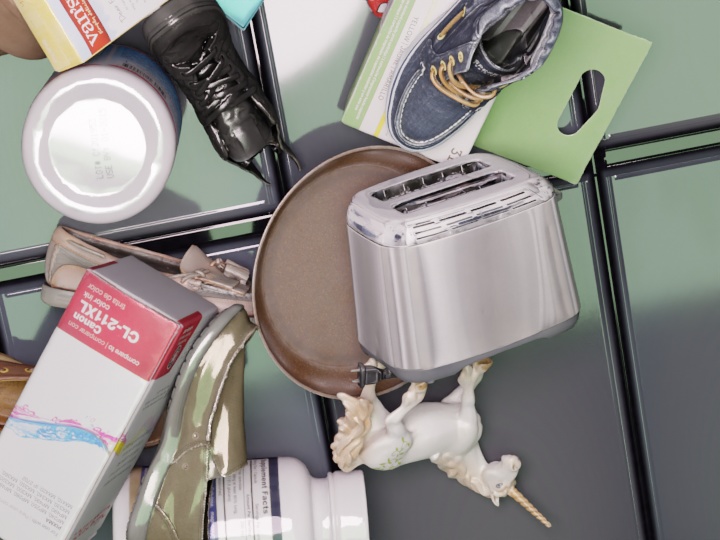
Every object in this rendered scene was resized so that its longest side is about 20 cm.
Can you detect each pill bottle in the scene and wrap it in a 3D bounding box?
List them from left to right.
[{"bbox_3d":[-0.184,-0.106,1.395,0.107,0.200,0.110,-1,103,-3],"label":"pill bottle"},{"bbox_3d":[-0.093,0.206,1.518,0.198,0.111,0.112,-3,103,-3],"label":"pill bottle"}]

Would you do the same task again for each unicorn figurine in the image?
[{"bbox_3d":[0.064,0.125,1.520,0.198,0.074,0.139,3,120,-16],"label":"unicorn figurine"}]

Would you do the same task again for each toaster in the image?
[{"bbox_3d":[0.068,-0.004,1.438,0.198,0.113,0.130,-18,114,-21],"label":"toaster"}]

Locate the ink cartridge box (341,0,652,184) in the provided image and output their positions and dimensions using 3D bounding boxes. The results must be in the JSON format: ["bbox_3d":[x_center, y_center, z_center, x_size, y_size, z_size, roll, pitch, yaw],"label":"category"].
[{"bbox_3d":[0.103,-0.143,1.457,0.198,0.048,0.146,22,125,-6],"label":"ink cartridge box"}]

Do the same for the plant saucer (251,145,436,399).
[{"bbox_3d":[0.000,0.000,1.487,0.198,0.032,0.202,-8,107,-26],"label":"plant saucer"}]

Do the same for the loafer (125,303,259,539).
[{"bbox_3d":[-0.112,0.124,1.433,0.069,0.075,0.202,20,96,4],"label":"loafer"}]

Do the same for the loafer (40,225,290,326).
[{"bbox_3d":[-0.149,0.005,1.493,0.198,0.072,0.064,5,96,-2],"label":"loafer"}]

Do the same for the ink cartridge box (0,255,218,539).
[{"bbox_3d":[-0.196,0.100,1.398,0.082,0.146,0.201,30,96,3],"label":"ink cartridge box"}]

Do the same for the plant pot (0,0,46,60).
[{"bbox_3d":[-0.310,-0.223,1.383,0.173,0.200,0.201,-24,104,21],"label":"plant pot"}]

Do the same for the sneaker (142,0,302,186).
[{"bbox_3d":[-0.098,-0.130,1.416,0.060,0.200,0.105,-32,78,0],"label":"sneaker"}]

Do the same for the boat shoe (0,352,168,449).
[{"bbox_3d":[-0.241,0.110,1.510,0.198,0.068,0.073,10,102,-6],"label":"boat shoe"}]

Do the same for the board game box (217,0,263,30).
[{"bbox_3d":[-0.091,-0.307,1.425,0.150,0.047,0.201,34,99,-18],"label":"board game box"}]

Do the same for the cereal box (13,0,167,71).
[{"bbox_3d":[-0.172,-0.249,1.323,0.200,0.039,0.145,-42,111,-35],"label":"cereal box"}]

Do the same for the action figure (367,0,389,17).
[{"bbox_3d":[-0.021,-0.242,1.397,0.065,0.200,0.052,2,70,29],"label":"action figure"}]

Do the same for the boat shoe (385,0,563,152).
[{"bbox_3d":[0.077,-0.147,1.372,0.070,0.091,0.201,29,124,-13],"label":"boat shoe"}]
